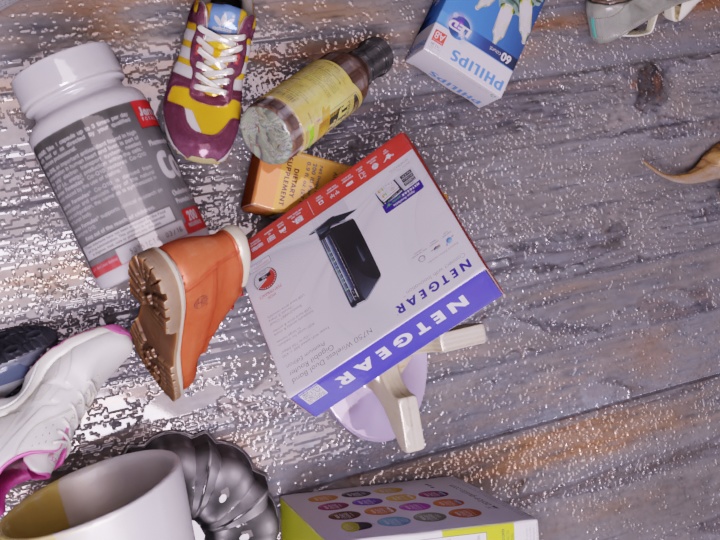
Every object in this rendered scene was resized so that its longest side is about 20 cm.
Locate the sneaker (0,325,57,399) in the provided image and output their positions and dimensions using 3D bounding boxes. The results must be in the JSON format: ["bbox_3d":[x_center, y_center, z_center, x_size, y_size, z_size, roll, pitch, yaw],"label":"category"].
[{"bbox_3d":[-0.358,0.120,0.830,0.199,0.070,0.083,-26,121,-20],"label":"sneaker"}]

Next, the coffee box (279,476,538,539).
[{"bbox_3d":[0.039,0.318,0.865,0.196,0.200,0.202,-2,89,-17],"label":"coffee box"}]

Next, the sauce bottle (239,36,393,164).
[{"bbox_3d":[-0.034,-0.174,0.906,0.065,0.065,0.200,53,50,-9],"label":"sauce bottle"}]

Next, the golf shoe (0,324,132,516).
[{"bbox_3d":[-0.270,0.130,0.810,0.200,0.076,0.091,-40,66,-21],"label":"golf shoe"}]

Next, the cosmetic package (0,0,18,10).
[{"bbox_3d":[-0.326,-0.336,0.782,0.164,0.200,0.166,-34,97,-17],"label":"cosmetic package"}]

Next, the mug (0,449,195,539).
[{"bbox_3d":[-0.211,0.251,0.758,0.185,0.149,0.155,-14,101,17],"label":"mug"}]

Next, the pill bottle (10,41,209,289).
[{"bbox_3d":[-0.228,-0.096,0.846,0.113,0.114,0.202,-26,95,-17],"label":"pill bottle"}]

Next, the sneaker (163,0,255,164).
[{"bbox_3d":[-0.138,-0.196,0.859,0.074,0.090,0.202,8,59,-16],"label":"sneaker"}]

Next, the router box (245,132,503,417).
[{"bbox_3d":[0.000,0.000,0.825,0.199,0.180,0.049,-34,141,8],"label":"router box"}]

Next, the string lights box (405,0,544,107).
[{"bbox_3d":[0.139,-0.291,1.000,0.102,0.059,0.201,27,80,-16],"label":"string lights box"}]

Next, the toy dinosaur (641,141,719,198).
[{"bbox_3d":[0.422,-0.121,1.093,0.199,0.061,0.107,-32,73,-22],"label":"toy dinosaur"}]

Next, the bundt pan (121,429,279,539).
[{"bbox_3d":[-0.164,0.255,0.869,0.200,0.076,0.204,1,88,-18],"label":"bundt pan"}]

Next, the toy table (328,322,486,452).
[{"bbox_3d":[0.018,0.075,0.915,0.182,0.117,0.202,-23,95,-17],"label":"toy table"}]

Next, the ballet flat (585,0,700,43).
[{"bbox_3d":[0.345,-0.312,1.074,0.198,0.067,0.064,-22,121,-17],"label":"ballet flat"}]

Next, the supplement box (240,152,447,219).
[{"bbox_3d":[-0.015,-0.070,0.938,0.198,0.069,0.067,13,85,-18],"label":"supplement box"}]

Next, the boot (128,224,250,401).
[{"bbox_3d":[-0.148,0.041,0.841,0.107,0.201,0.075,-31,65,-33],"label":"boot"}]
